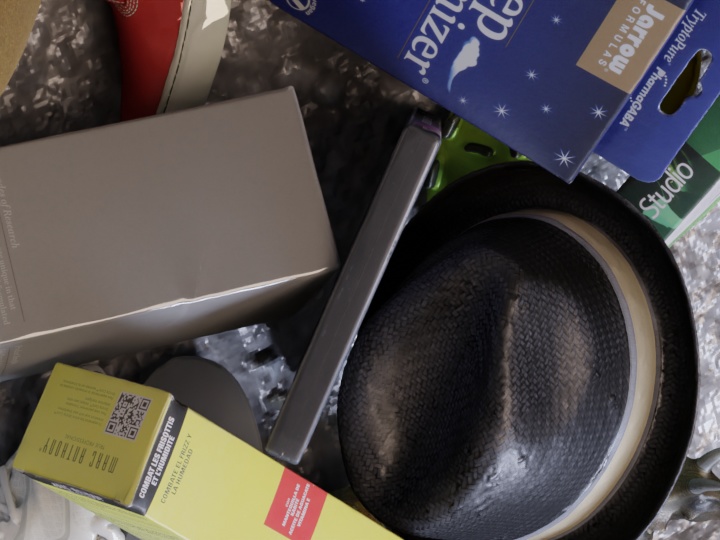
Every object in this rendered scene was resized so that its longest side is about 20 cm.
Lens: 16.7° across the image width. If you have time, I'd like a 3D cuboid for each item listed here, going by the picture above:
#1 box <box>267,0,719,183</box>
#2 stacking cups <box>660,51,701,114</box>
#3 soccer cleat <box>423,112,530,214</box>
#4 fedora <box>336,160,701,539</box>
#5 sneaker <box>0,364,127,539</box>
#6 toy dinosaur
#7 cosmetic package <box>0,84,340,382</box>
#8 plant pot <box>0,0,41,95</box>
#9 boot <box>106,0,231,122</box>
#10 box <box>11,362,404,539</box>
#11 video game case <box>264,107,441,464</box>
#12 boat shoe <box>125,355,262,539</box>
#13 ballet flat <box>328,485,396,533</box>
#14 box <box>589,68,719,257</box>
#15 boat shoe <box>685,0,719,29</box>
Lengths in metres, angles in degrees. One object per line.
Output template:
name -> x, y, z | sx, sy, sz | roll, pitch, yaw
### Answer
box -> 0.061, -0.116, 1.029 | 0.199, 0.032, 0.121 | 30, 134, -1
stacking cups -> 0.069, -0.124, 1.134 | 0.199, 0.060, 0.061 | 24, 95, -33
soccer cleat -> 0.078, -0.002, 1.193 | 0.084, 0.064, 0.202 | -31, 121, -47
fedora -> 0.053, 0.052, 1.088 | 0.091, 0.200, 0.202 | -5, 113, -56
sneaker -> -0.151, 0.127, 1.074 | 0.080, 0.075, 0.201 | 8, 122, -17
toy dinosaur -> 0.098, 0.130, 1.228 | 0.199, 0.077, 0.103 | -16, 137, -1
cosmetic package -> -0.117, -0.007, 1.009 | 0.199, 0.107, 0.091 | -15, 82, -17
plant pot -> -0.196, -0.100, 0.876 | 0.185, 0.200, 0.188 | -4, 115, -9
boot -> -0.123, -0.146, 1.018 | 0.143, 0.073, 0.201 | 1, 117, -13
box -> -0.050, 0.104, 1.026 | 0.200, 0.075, 0.050 | 37, 71, -45
video game case -> 0.000, 0.000, 1.068 | 0.019, 0.200, 0.144 | 24, 96, 0
boat shoe -> -0.086, 0.141, 1.114 | 0.073, 0.068, 0.201 | 5, 68, -24
ballet flat -> -0.055, 0.163, 1.168 | 0.200, 0.071, 0.071 | -49, 124, -6
box -> 0.175, -0.072, 1.127 | 0.144, 0.036, 0.200 | -39, 168, -47
boat shoe -> 0.157, -0.138, 1.107 | 0.062, 0.200, 0.075 | 36, 102, -1
